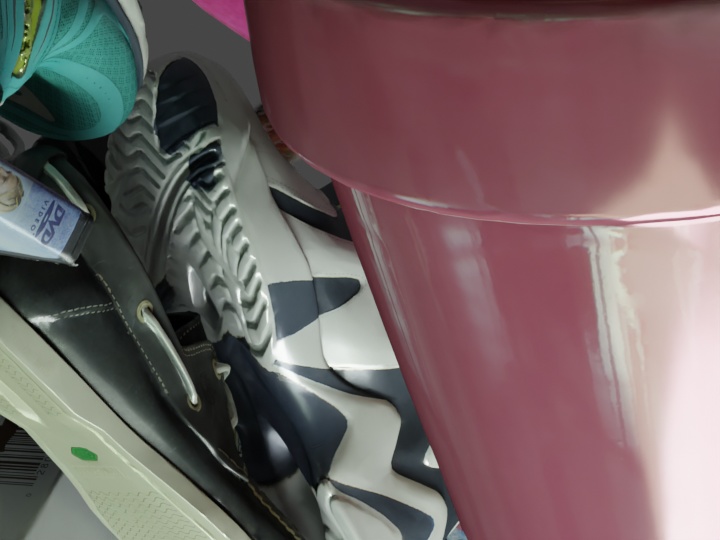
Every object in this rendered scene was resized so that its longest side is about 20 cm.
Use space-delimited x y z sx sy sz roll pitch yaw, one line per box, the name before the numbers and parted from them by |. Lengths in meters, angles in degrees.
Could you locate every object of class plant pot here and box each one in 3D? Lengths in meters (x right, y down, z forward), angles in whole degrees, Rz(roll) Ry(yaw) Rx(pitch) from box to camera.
plant pot | 0.077 -0.021 0.674 0.198 0.200 0.180 -6 117 3

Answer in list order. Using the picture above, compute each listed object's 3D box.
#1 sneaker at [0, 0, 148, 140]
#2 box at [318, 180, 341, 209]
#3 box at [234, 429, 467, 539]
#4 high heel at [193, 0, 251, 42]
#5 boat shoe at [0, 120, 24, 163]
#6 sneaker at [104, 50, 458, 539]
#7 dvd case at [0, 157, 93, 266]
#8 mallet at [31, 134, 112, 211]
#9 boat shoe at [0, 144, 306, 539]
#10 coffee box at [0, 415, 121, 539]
sneaker | -0.122 -0.072 0.771 0.077 0.080 0.200 -11 161 19
box | 0.037 0.009 1.082 0.157 0.051 0.200 10 157 -30
box | 0.028 0.080 1.039 0.035 0.111 0.199 -19 152 40
high heel | -0.007 -0.068 0.823 0.095 0.068 0.200 -14 146 1
boat shoe | -0.141 -0.017 0.929 0.068 0.074 0.200 -26 139 0
sneaker | 0.000 0.000 0.919 0.129 0.200 0.079 -36 -164 -36
dvd case | -0.183 -0.058 0.730 0.199 0.018 0.142 33 165 -33
mallet | -0.084 0.000 1.011 0.041 0.066 0.200 -25 164 -7
boat shoe | -0.061 0.047 0.855 0.072 0.068 0.200 4 141 47
coffee box | -0.158 0.103 0.958 0.199 0.080 0.115 -1 134 33
